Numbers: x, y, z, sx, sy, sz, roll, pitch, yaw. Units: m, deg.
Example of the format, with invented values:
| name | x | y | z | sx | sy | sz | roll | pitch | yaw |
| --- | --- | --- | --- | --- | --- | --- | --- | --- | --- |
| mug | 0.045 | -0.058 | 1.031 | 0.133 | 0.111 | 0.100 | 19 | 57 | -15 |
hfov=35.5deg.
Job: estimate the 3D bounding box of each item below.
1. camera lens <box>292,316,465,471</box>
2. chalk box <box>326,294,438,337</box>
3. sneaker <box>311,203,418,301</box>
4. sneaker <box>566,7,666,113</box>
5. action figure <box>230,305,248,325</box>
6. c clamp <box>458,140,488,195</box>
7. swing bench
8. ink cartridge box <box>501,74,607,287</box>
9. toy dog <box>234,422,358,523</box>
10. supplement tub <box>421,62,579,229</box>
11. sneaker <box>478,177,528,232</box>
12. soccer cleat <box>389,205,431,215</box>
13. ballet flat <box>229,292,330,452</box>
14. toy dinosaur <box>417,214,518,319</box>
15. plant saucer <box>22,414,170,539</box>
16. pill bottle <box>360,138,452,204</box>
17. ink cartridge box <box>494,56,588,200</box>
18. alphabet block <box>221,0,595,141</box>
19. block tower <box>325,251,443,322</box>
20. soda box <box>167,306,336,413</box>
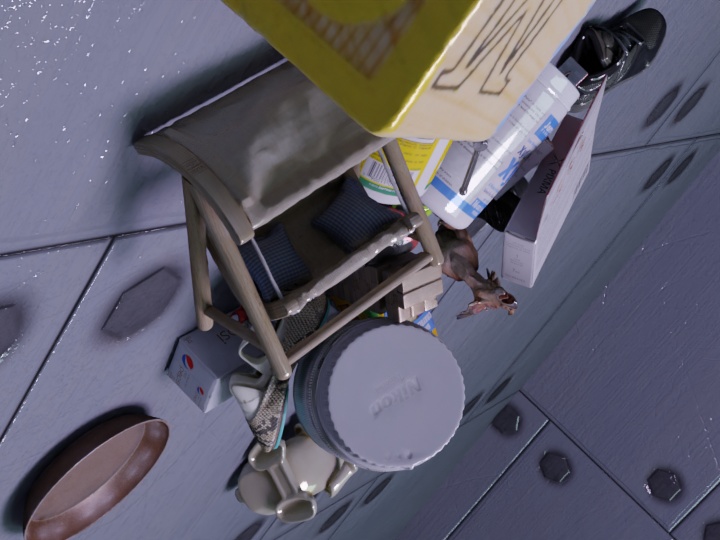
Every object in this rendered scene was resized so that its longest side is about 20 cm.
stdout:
| name | x | y | z | sx | sy | sz | roll | pitch | yaw |
| --- | --- | --- | --- | --- | --- | --- | --- | --- | --- |
| camera lens | 0.016 | 0.131 | 1.214 | 0.160 | 0.160 | 0.200 | -43 | -175 | -12 |
| chalk box | 0.019 | 0.107 | 1.405 | 0.125 | 0.201 | 0.124 | -14 | -175 | 38 |
| sneaker | -0.033 | -0.016 | 1.100 | 0.200 | 0.098 | 0.071 | -3 | 143 | -14 |
| sneaker | 0.350 | -0.303 | 1.523 | 0.199 | 0.076 | 0.114 | -36 | 167 | -14 |
| action figure | -0.082 | -0.015 | 1.181 | 0.200 | 0.065 | 0.052 | -53 | -156 | 22 |
| c clamp | 0.115 | -0.203 | 1.094 | 0.027 | 0.201 | 0.171 | 9 | 145 | -12 |
| swing bench | -0.051 | -0.057 | 0.937 | 0.199 | 0.130 | 0.200 | -36 | 132 | -30 |
| ink cartridge box | 0.224 | -0.108 | 1.310 | 0.200 | 0.045 | 0.176 | -59 | 161 | -31 |
| toy dog | -0.085 | 0.314 | 1.780 | 0.194 | 0.140 | 0.200 | -43 | 168 | 37 |
| supplement tub | 0.129 | -0.158 | 1.239 | 0.200 | 0.132 | 0.132 | -48 | 162 | 9 |
| sneaker | 0.183 | -0.102 | 1.468 | 0.104 | 0.060 | 0.200 | -27 | -162 | -22 |
| soccer cleat | 0.029 | -0.049 | 1.367 | 0.200 | 0.068 | 0.081 | -42 | 178 | -10 |
| ballet flat | -0.098 | 0.100 | 1.194 | 0.075 | 0.068 | 0.201 | 13 | 112 | -23 |
| toy dinosaur | 0.122 | -0.013 | 1.404 | 0.086 | 0.135 | 0.200 | -40 | -155 | 21 |
| plant saucer | -0.301 | 0.229 | 1.260 | 0.200 | 0.034 | 0.200 | -42 | 162 | -17 |
| pill bottle | 0.049 | -0.169 | 1.062 | 0.113 | 0.113 | 0.200 | -30 | 156 | -42 |
| ink cartridge box | 0.214 | -0.178 | 1.377 | 0.173 | 0.044 | 0.200 | -41 | -171 | 14 |
| alphabet block | 0.044 | -0.222 | 0.805 | 0.197 | 0.195 | 0.200 | -55 | 162 | 20 |
| block tower | 0.000 | 0.000 | 1.193 | 0.058 | 0.200 | 0.054 | -21 | 116 | -33 |
| soda box | -0.121 | 0.082 | 1.289 | 0.200 | 0.068 | 0.064 | -29 | 154 | -44 |
